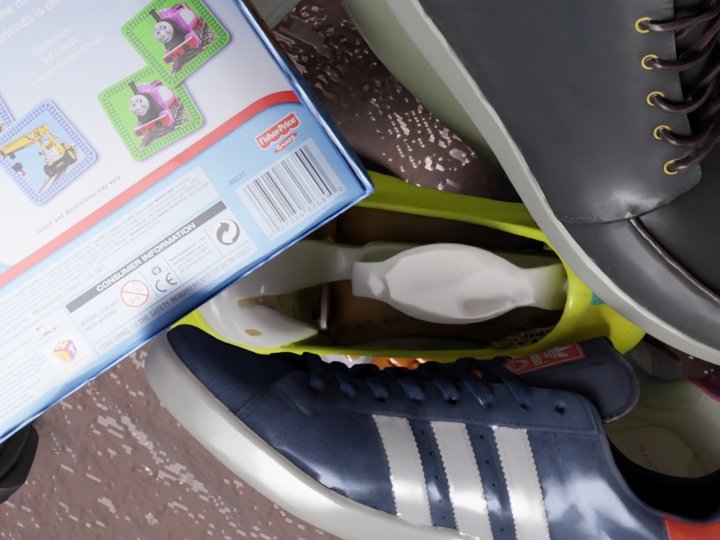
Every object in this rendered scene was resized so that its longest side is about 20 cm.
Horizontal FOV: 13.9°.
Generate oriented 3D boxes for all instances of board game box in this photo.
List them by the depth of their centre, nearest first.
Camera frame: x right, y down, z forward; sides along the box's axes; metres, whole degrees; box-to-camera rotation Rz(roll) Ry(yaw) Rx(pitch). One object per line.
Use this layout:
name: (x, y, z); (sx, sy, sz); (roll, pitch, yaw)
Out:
board game box: (-0.113, -0.065, 0.888); (0.151, 0.037, 0.200); (-33, 109, 5)

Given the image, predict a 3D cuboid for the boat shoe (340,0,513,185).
boat shoe: (0.069, -0.060, 0.980); (0.199, 0.066, 0.074); (43, 171, -30)

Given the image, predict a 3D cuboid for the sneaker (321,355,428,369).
sneaker: (-0.028, 0.004, 1.103); (0.200, 0.076, 0.092); (38, 148, -4)

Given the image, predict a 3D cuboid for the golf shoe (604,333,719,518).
golf shoe: (0.081, 0.060, 1.001); (0.200, 0.075, 0.092); (35, 100, 46)

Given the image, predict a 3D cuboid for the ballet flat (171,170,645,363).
ballet flat: (0.000, 0.000, 0.974); (0.199, 0.067, 0.067); (4, 96, 28)

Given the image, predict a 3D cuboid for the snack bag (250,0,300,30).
snack bag: (-0.067, -0.168, 0.939); (0.200, 0.189, 0.021); (48, 155, -9)

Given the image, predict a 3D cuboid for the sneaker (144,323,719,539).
sneaker: (0.034, 0.047, 0.907); (0.199, 0.075, 0.085); (26, 102, -13)

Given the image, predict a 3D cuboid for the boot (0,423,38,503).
boot: (-0.249, 0.079, 1.252); (0.165, 0.066, 0.200); (46, 132, -5)

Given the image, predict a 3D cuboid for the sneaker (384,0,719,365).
sneaker: (0.093, -0.054, 0.879); (0.200, 0.075, 0.106); (46, 150, -10)
